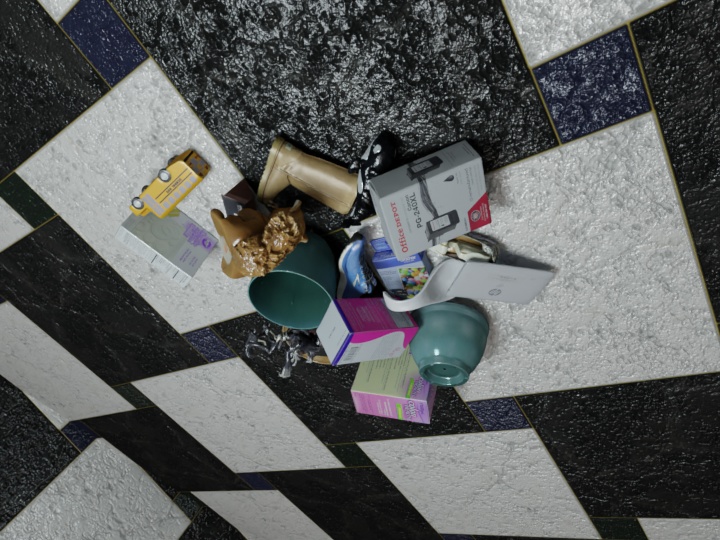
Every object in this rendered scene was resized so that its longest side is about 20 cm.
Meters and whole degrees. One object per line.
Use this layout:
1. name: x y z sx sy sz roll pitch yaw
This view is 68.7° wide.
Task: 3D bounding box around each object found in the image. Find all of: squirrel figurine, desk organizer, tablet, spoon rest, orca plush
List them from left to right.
1. desk organizer: -0.247 -0.101 1.208 0.070 0.077 0.203 20 138 24
2. squirrel figurine: -0.180 -0.066 1.063 0.199 0.184 0.145 26 130 52
3. orca plush: 0.019 -0.159 1.018 0.104 0.072 0.201 24 114 -28
4. spoon rest: 0.149 0.039 1.145 0.196 0.061 0.101 -23 123 -6
5. tablet: 0.292 0.030 1.113 0.195 0.014 0.131 7 145 -10

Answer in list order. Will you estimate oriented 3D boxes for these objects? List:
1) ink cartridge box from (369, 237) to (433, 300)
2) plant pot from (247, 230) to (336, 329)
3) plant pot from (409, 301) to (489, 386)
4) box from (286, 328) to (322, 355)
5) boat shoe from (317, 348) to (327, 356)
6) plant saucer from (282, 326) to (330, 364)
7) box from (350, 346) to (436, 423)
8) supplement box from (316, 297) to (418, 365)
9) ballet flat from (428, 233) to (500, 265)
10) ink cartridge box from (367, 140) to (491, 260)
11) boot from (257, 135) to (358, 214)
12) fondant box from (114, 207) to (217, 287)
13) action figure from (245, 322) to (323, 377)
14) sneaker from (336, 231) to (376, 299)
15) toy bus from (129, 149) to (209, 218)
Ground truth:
1. ink cartridge box: 0.106 0.008 1.205 0.117 0.042 0.202 -9 126 29
2. plant pot: -0.143 0.008 1.207 0.195 0.163 0.203 6 139 5
3. plant pot: 0.201 0.187 1.239 0.195 0.137 0.202 9 144 6
4. box: -0.082 0.135 1.323 0.196 0.101 0.076 -23 108 21
5. boat shoe: -0.062 0.201 1.390 0.197 0.064 0.074 -10 130 31
6. plant saucer: -0.120 0.181 1.462 0.195 0.036 0.203 11 135 11
7. box: 0.097 0.280 1.365 0.195 0.178 0.098 3 133 19
8. supplement box: 0.017 0.132 1.175 0.196 0.104 0.102 2 131 -37
9. ballet flat: 0.194 -0.053 1.088 0.196 0.073 0.073 18 136 6
10. ink cartridge box: 0.129 -0.126 0.975 0.196 0.084 0.147 -22 128 0
11. boot: -0.110 -0.169 1.108 0.196 0.067 0.176 26 137 -5
12. fondant box: -0.467 -0.077 1.283 0.199 0.146 0.058 40 132 -17
13. action figure: -0.166 0.186 1.249 0.195 0.119 0.105 7 106 21
14. sneaker: 0.000 0.000 1.194 0.087 0.079 0.203 19 137 14
15. toy bus: -0.435 -0.188 1.193 0.198 0.066 0.078 -35 116 26
